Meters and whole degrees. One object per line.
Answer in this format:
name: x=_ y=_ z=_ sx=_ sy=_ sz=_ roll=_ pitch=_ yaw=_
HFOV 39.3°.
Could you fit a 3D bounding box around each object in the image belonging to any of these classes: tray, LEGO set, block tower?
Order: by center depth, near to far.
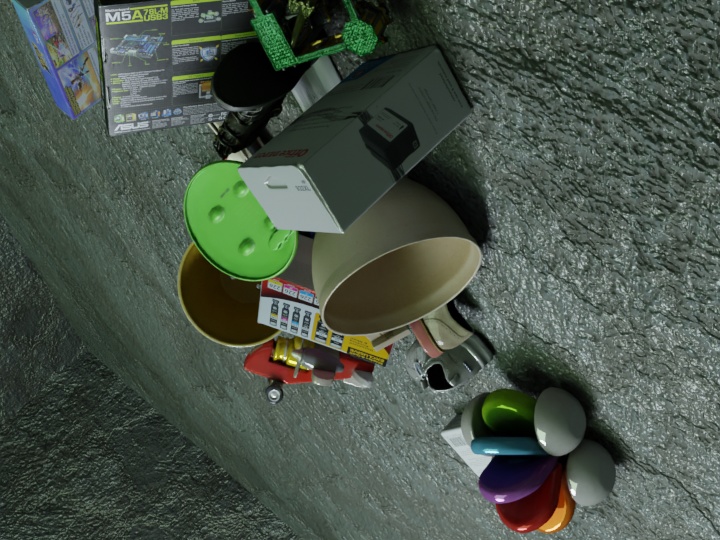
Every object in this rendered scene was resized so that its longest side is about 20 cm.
LEGO set: x=-0.049 y=-0.302 z=0.995 sx=0.152 sy=0.116 sz=0.201 roll=-19 pitch=120 yaw=34
tray: x=-0.053 y=-0.212 z=1.214 sx=0.107 sy=0.022 sz=0.201 roll=13 pitch=139 yaw=53
block tower: x=0.000 y=0.000 z=1.310 sx=0.202 sy=0.054 sz=0.058 roll=66 pitch=-172 yaw=24

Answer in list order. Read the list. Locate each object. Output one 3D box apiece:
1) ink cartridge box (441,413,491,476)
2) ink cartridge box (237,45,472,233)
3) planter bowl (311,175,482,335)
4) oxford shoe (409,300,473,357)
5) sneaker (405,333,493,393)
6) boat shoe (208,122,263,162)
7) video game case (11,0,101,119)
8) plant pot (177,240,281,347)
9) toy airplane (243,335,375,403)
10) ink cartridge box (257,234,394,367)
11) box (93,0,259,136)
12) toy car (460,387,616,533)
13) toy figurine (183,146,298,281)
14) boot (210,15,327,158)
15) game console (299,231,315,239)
ink cartridge box: x=0.223 y=0.283 z=1.495 sx=0.174 sy=0.044 sz=0.200 roll=48 pitch=157 yaw=-3
ink cartridge box: x=-0.007 y=-0.131 z=1.027 sx=0.144 sy=0.200 sz=0.084 roll=6 pitch=135 yaw=58
planter bowl: x=0.026 y=-0.034 z=1.178 sx=0.201 sy=0.198 sz=0.136 roll=94 pitch=157 yaw=-60
oxford shoe: x=0.081 y=0.009 z=1.303 sx=0.074 sy=0.070 sz=0.202 roll=-25 pitch=98 yaw=22
sneaker: x=0.103 y=0.132 z=1.413 sx=0.075 sy=0.082 sz=0.200 roll=49 pitch=158 yaw=-5
boat shoe: x=-0.172 y=-0.174 z=1.414 sx=0.071 sy=0.062 sz=0.202 roll=22 pitch=142 yaw=58
video game case: x=-0.358 y=-0.332 z=1.361 sx=0.045 sy=0.181 sz=0.201 roll=36 pitch=155 yaw=24
plant pot: x=-0.189 y=0.013 z=1.649 sx=0.201 sy=0.200 sz=0.142 roll=49 pitch=-177 yaw=-4
toy airplane: x=-0.066 y=0.129 z=1.629 sx=0.198 sy=0.198 sz=0.143 roll=8 pitch=109 yaw=44
ink cartridge box: x=-0.038 y=0.052 z=1.419 sx=0.197 sy=0.085 sz=0.176 roll=19 pitch=146 yaw=4
box: x=-0.201 y=-0.249 z=1.160 sx=0.194 sy=0.197 sz=0.048 roll=100 pitch=153 yaw=-49
toy car: x=0.211 y=0.250 z=1.287 sx=0.174 sy=0.150 sz=0.201 roll=-9 pitch=122 yaw=46
toy figurine: x=-0.091 y=-0.110 z=1.211 sx=0.150 sy=0.184 sz=0.200 roll=45 pitch=127 yaw=-5
boot: x=-0.121 y=-0.181 z=1.113 sx=0.069 sy=0.200 sz=0.174 roll=44 pitch=135 yaw=1
game console: x=-0.032 y=-0.022 z=1.491 sx=0.201 sy=0.117 sz=0.172 roll=77 pitch=175 yaw=-49
